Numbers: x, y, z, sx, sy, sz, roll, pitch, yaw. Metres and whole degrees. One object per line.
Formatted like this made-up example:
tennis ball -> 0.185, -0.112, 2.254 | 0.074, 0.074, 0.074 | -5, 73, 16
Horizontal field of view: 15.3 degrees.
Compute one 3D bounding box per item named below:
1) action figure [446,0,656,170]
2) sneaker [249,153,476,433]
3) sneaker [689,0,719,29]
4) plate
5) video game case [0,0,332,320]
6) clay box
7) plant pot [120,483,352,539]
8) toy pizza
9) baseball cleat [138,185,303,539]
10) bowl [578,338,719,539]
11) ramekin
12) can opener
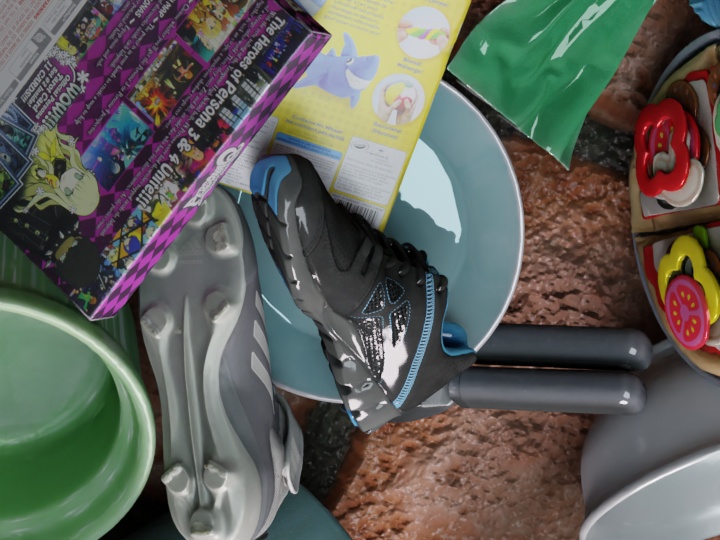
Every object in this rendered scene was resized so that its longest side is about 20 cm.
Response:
action figure -> 0.135, -0.167, 1.479 | 0.200, 0.055, 0.118 | -53, 136, 1
sneaker -> 0.000, 0.000, 1.456 | 0.082, 0.073, 0.200 | -26, 136, 1
sneaker -> 0.258, -0.210, 1.467 | 0.200, 0.077, 0.081 | -50, 148, 13
plate -> -0.005, -0.024, 1.527 | 0.199, 0.026, 0.202 | 1, 99, 4
video game case -> -0.141, -0.107, 1.430 | 0.181, 0.036, 0.200 | 43, 106, 15
clay box -> -0.009, -0.131, 1.448 | 0.114, 0.048, 0.201 | 18, 107, -11
plant pot -> -0.095, 0.226, 1.548 | 0.196, 0.200, 0.201 | -33, 119, -23
toy pizza -> 0.200, -0.032, 1.460 | 0.032, 0.200, 0.201 | -4, 118, -30
baseball cleat -> -0.076, 0.053, 1.483 | 0.069, 0.106, 0.202 | 1, 91, 23
bowl -> 0.209, 0.089, 1.580 | 0.200, 0.091, 0.201 | -17, 159, -6
ramekin -> -0.214, 0.064, 1.500 | 0.198, 0.098, 0.201 | -2, 127, -3
can opener -> 0.075, 0.057, 1.553 | 0.199, 0.053, 0.066 | -1, 159, 27
